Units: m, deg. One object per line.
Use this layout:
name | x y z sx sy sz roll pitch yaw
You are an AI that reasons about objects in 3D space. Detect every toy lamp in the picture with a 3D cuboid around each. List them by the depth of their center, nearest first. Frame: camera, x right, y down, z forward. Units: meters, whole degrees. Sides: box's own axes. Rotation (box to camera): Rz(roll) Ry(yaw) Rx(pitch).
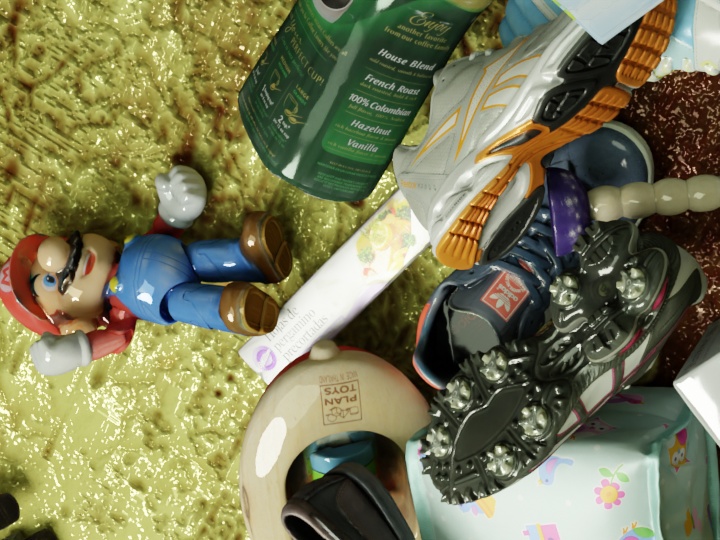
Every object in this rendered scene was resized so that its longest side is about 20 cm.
toy lamp | 0.205 -0.046 1.027 0.199 0.058 0.059 -8 107 4

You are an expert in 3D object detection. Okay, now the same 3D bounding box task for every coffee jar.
coffee jar | 0.011 -0.145 1.070 0.200 0.085 0.105 -57 38 29

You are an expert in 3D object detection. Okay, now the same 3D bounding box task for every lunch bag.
lunch bag | 0.131 0.177 1.125 0.170 0.122 0.201 2 111 28

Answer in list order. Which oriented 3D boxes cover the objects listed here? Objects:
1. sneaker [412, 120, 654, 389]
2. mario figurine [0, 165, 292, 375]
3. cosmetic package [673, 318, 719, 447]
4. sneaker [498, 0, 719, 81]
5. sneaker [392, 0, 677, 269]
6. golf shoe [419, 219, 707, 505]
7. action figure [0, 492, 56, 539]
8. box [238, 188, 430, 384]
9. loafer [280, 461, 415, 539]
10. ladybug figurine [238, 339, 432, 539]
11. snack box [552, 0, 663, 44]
sneaker | 0.100 -0.001 1.095 0.075 0.084 0.200 38 119 6
mario figurine | -0.153 0.001 1.185 0.199 0.123 0.107 -3 112 25
cosmetic package | 0.280 0.023 1.019 0.200 0.101 0.071 -38 91 29
sneaker | 0.167 -0.122 1.029 0.200 0.079 0.131 34 117 20
sneaker | 0.084 -0.102 0.996 0.200 0.076 0.092 -51 54 18
golf shoe | 0.117 0.062 1.032 0.200 0.088 0.077 -48 53 23
action figure | -0.324 0.221 1.369 0.199 0.069 0.130 -24 107 32
box | 0.000 0.000 1.164 0.039 0.041 0.200 46 120 2
loafer | 0.021 0.211 1.094 0.200 0.063 0.072 56 134 13
ladybug figurine | -0.013 0.126 1.182 0.135 0.072 0.201 -8 120 -8
snack box | 0.154 -0.238 0.922 0.168 0.201 0.068 -35 130 28
